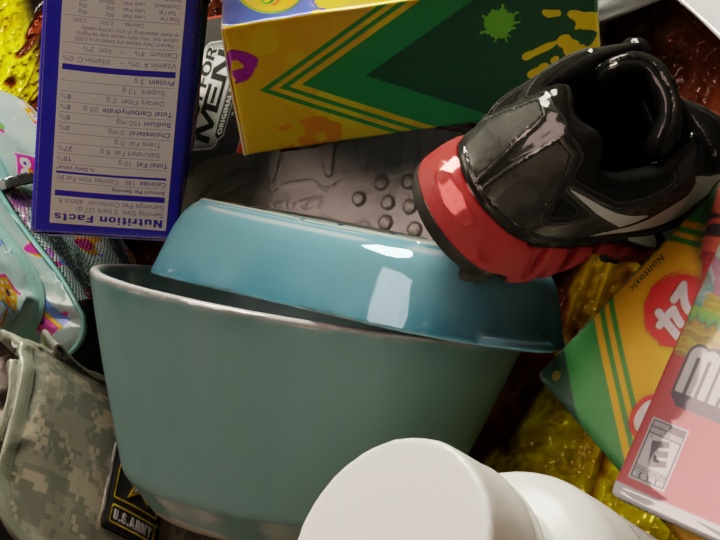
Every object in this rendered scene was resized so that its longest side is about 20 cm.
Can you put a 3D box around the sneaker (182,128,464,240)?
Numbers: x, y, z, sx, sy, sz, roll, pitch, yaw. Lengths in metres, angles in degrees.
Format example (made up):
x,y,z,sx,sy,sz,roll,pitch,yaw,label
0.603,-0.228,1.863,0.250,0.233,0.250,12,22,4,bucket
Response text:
x,y,z,sx,sy,sz,roll,pitch,yaw,label
0.013,-0.025,1.019,0.198,0.080,0.077,5,81,23,sneaker

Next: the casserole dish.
x,y,z,sx,sy,sz,roll,pitch,yaw,label
0.000,0.000,0.901,0.199,0.121,0.039,11,92,40,casserole dish

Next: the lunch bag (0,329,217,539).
x,y,z,sx,sy,sz,roll,pitch,yaw,label
-0.151,0.144,0.996,0.117,0.164,0.201,26,85,52,lunch bag

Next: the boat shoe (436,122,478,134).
x,y,z,sx,sy,sz,roll,pitch,yaw,label
0.060,-0.081,1.019,0.199,0.071,0.070,22,116,36,boat shoe

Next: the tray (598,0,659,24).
x,y,z,sx,sy,sz,roll,pitch,yaw,label
0.184,-0.185,0.996,0.199,0.022,0.108,-20,55,32,tray

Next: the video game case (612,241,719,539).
x,y,z,sx,sy,sz,roll,pitch,yaw,label
0.193,0.019,0.777,0.142,0.017,0.201,22,86,37,video game case

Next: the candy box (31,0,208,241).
x,y,z,sx,sy,sz,roll,pitch,yaw,label
-0.109,-0.140,0.987,0.170,0.076,0.202,-93,10,-60,candy box

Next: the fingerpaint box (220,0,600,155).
x,y,z,sx,sy,sz,roll,pitch,yaw,label
0.018,-0.147,0.983,0.165,0.074,0.201,-8,37,1,fingerpaint box

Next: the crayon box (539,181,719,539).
x,y,z,sx,sy,sz,roll,pitch,yaw,label
0.177,0.067,0.812,0.127,0.051,0.200,-48,55,10,crayon box

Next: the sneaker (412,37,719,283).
x,y,z,sx,sy,sz,roll,pitch,yaw,label
0.113,-0.048,0.856,0.098,0.199,0.071,-44,67,37,sneaker

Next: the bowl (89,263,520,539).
x,y,z,sx,sy,sz,roll,pitch,yaw,label
-0.031,0.065,0.940,0.200,0.200,0.106,12,95,44,bowl

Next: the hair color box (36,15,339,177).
x,y,z,sx,sy,sz,roll,pitch,yaw,label
-0.097,-0.081,1.154,0.199,0.061,0.102,-3,65,41,hair color box

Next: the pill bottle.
x,y,z,sx,sy,sz,roll,pitch,yaw,label
0.068,0.140,0.779,0.114,0.200,0.115,-21,53,31,pill bottle

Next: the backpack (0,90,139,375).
x,y,z,sx,sy,sz,roll,pitch,yaw,label
-0.228,-0.003,1.118,0.175,0.153,0.201,-39,66,25,backpack

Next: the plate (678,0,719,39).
x,y,z,sx,sy,sz,roll,pitch,yaw,label
0.212,-0.192,0.936,0.200,0.032,0.200,-48,43,9,plate
